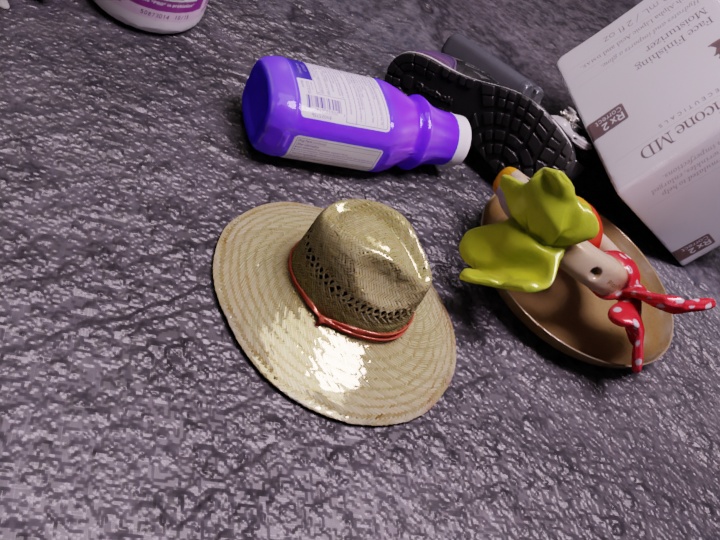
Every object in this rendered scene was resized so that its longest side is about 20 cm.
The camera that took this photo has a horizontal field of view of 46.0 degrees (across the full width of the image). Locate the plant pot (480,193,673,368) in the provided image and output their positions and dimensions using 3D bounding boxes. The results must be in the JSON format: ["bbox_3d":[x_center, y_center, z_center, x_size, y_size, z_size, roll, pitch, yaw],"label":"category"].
[{"bbox_3d":[0.186,0.006,0.749,0.199,0.028,0.201,17,45,-18],"label":"plant pot"}]

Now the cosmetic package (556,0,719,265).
[{"bbox_3d":[0.328,-0.150,0.847,0.165,0.164,0.201,33,33,-40],"label":"cosmetic package"}]

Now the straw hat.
[{"bbox_3d":[0.000,0.000,0.590,0.200,0.085,0.202,18,44,-18],"label":"straw hat"}]

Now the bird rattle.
[{"bbox_3d":[0.179,-0.022,0.683,0.199,0.113,0.163,21,27,-19],"label":"bird rattle"}]

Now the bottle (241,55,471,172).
[{"bbox_3d":[0.001,-0.126,0.723,0.199,0.065,0.084,5,50,-29],"label":"bottle"}]

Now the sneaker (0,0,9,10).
[{"bbox_3d":[-0.263,-0.270,0.692,0.092,0.076,0.200,39,49,-6],"label":"sneaker"}]

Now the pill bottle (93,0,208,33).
[{"bbox_3d":[-0.152,-0.305,0.689,0.112,0.200,0.113,18,44,-18],"label":"pill bottle"}]

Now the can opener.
[{"bbox_3d":[0.156,-0.173,0.872,0.200,0.067,0.053,48,21,26],"label":"can opener"}]

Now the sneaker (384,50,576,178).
[{"bbox_3d":[0.127,-0.160,0.819,0.200,0.076,0.088,35,34,13],"label":"sneaker"}]
